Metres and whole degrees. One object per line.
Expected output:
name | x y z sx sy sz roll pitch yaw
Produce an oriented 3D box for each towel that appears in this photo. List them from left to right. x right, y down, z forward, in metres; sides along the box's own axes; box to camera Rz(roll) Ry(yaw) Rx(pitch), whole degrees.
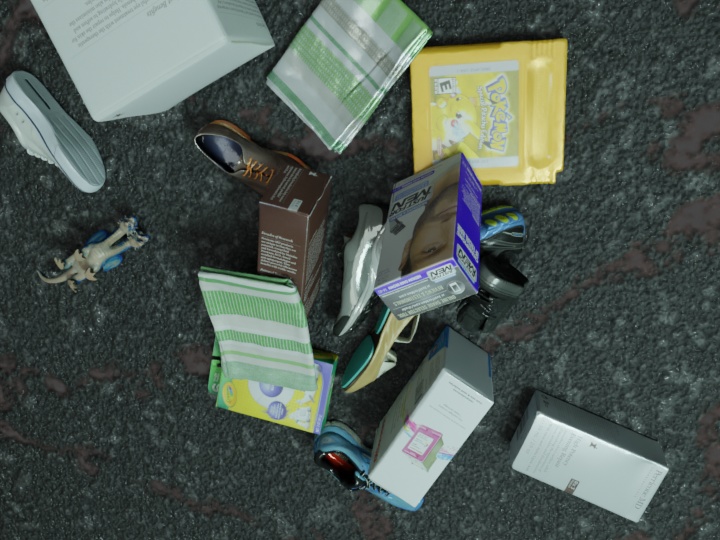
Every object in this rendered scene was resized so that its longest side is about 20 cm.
towel | -0.140 0.086 0.932 0.149 0.024 0.203 7 130 14
towel | -0.021 -0.274 0.869 0.149 0.031 0.201 44 112 7

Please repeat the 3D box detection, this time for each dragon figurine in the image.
dragon figurine | -0.402 -0.021 1.022 0.197 0.100 0.060 -22 105 36

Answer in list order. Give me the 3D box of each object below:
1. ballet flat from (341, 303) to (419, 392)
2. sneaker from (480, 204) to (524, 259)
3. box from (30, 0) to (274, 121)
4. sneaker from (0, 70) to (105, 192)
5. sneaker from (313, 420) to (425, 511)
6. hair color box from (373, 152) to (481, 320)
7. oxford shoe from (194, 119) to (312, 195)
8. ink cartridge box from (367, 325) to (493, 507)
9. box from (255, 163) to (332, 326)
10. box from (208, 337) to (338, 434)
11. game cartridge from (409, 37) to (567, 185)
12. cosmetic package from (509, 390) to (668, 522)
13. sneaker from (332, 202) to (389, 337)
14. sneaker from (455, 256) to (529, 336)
ballet flat | 0.038 0.105 0.977 0.062 0.069 0.203 23 112 -12
sneaker | 0.130 -0.018 0.903 0.195 0.071 0.084 -20 117 -1
box | -0.244 -0.310 0.825 0.196 0.200 0.174 -24 100 16
sneaker | -0.448 -0.189 0.979 0.070 0.073 0.202 -37 89 28
sneaker | 0.008 0.319 1.035 0.197 0.090 0.080 28 110 1
hair color box | 0.087 -0.046 0.823 0.108 0.203 0.065 -22 127 29
oxford shoe | -0.140 -0.135 0.927 0.197 0.073 0.072 27 110 1
ink cartridge box | 0.099 0.203 0.952 0.084 0.145 0.202 32 111 -3
box | -0.092 -0.026 0.907 0.073 0.101 0.203 16 129 6
box | -0.141 0.165 1.034 0.195 0.048 0.120 13 103 8
game cartridge | 0.163 -0.200 0.871 0.195 0.032 0.181 0 108 13
cosmetic package | 0.323 0.265 0.968 0.196 0.074 0.104 22 111 5
sneaker | 0.000 0.000 0.952 0.078 0.074 0.204 24 105 12
sneaker | 0.162 0.041 0.864 0.060 0.199 0.105 43 106 18
